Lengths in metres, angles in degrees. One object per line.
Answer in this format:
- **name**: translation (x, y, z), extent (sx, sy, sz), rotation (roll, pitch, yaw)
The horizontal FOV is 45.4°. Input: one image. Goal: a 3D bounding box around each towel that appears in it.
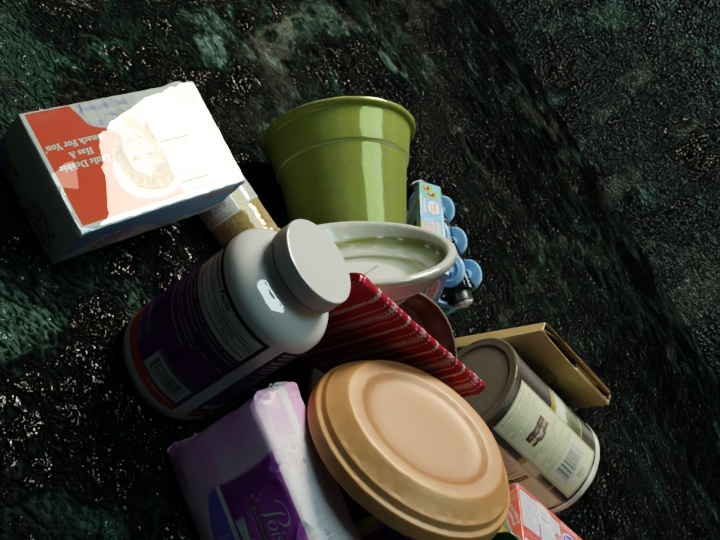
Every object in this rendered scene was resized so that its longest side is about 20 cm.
- **towel**: translation (0.010, 0.075, 0.829), extent (0.200, 0.143, 0.023), rotation (41, 48, -33)

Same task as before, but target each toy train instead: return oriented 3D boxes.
- **toy train**: translation (0.093, -0.027, 1.230), extent (0.086, 0.113, 0.203), rotation (14, 51, -57)

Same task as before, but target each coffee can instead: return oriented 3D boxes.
- **coffee can**: translation (0.202, 0.208, 1.138), extent (0.200, 0.145, 0.148), rotation (43, 31, -27)

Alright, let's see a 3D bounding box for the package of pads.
- **package of pads**: translation (-0.071, 0.207, 0.712), extent (0.075, 0.120, 0.203), rotation (-1, 62, -58)

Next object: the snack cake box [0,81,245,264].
- **snack cake box**: translation (-0.215, -0.095, 0.793), extent (0.199, 0.067, 0.116), rotation (-26, 87, -49)

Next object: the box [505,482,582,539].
- **box**: translation (0.214, 0.364, 1.051), extent (0.200, 0.094, 0.104), rotation (42, 31, -28)

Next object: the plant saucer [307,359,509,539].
- **plant saucer**: translation (0.049, 0.145, 0.740), extent (0.197, 0.038, 0.201), rotation (26, 25, -13)

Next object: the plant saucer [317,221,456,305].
- **plant saucer**: translation (0.000, 0.000, 0.883), extent (0.200, 0.196, 0.051), rotation (-45, 138, -62)

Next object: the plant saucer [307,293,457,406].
- **plant saucer**: translation (0.020, 0.116, 0.940), extent (0.199, 0.202, 0.034), rotation (36, -10, -35)

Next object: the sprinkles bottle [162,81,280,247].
- **sprinkles bottle**: translation (-0.165, -0.102, 0.930), extent (0.202, 0.068, 0.068), rotation (56, 27, -5)

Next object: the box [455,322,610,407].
- **box**: translation (0.220, 0.140, 1.190), extent (0.163, 0.198, 0.021), rotation (43, 56, -25)

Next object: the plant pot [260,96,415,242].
- **plant pot**: translation (-0.017, -0.077, 1.053), extent (0.199, 0.198, 0.194), rotation (18, 59, -51)

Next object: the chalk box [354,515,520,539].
- **chalk box**: translation (0.077, 0.285, 0.791), extent (0.125, 0.199, 0.124), rotation (51, 28, -12)

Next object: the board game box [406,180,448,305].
- **board game box**: translation (0.067, 0.005, 1.075), extent (0.036, 0.153, 0.201), rotation (14, 34, -7)

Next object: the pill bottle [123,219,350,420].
- **pill bottle**: translation (-0.105, 0.040, 0.739), extent (0.112, 0.199, 0.114), rotation (39, 32, -31)
